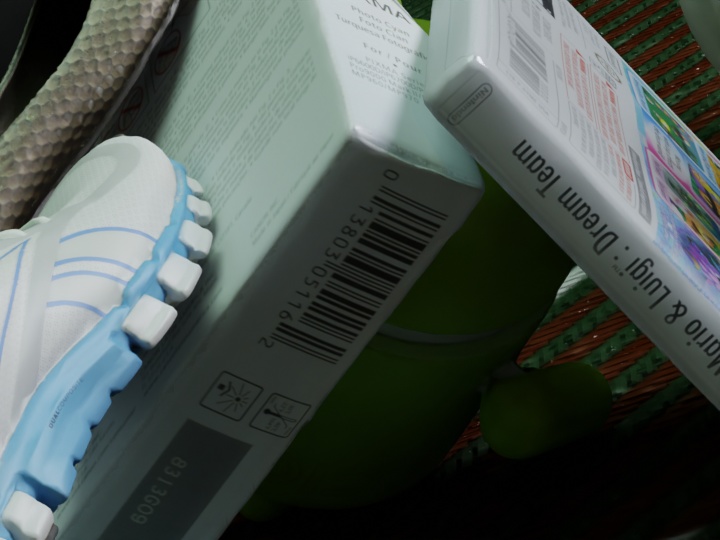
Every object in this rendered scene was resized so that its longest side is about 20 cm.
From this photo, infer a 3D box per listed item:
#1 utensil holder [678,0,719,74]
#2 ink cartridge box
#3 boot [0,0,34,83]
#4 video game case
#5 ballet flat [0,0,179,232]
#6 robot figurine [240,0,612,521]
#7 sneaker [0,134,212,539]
[{"bbox_3d":[0.231,-0.128,0.950,0.170,0.170,0.200,-28,18,-18],"label":"utensil holder"},{"bbox_3d":[-0.041,-0.028,0.787,0.160,0.047,0.200,-54,26,26],"label":"ink cartridge box"},{"bbox_3d":[-0.184,-0.090,1.015,0.174,0.200,0.069,24,62,31],"label":"boot"},{"bbox_3d":[0.088,-0.016,0.764,0.024,0.182,0.200,-42,11,14],"label":"video game case"},{"bbox_3d":[-0.104,-0.044,0.788,0.067,0.046,0.200,-24,36,61],"label":"ballet flat"},{"bbox_3d":[0.000,0.000,0.861,0.116,0.176,0.200,-30,-19,-37],"label":"robot figurine"},{"bbox_3d":[-0.104,0.017,0.675,0.075,0.087,0.200,-39,18,38],"label":"sneaker"}]
